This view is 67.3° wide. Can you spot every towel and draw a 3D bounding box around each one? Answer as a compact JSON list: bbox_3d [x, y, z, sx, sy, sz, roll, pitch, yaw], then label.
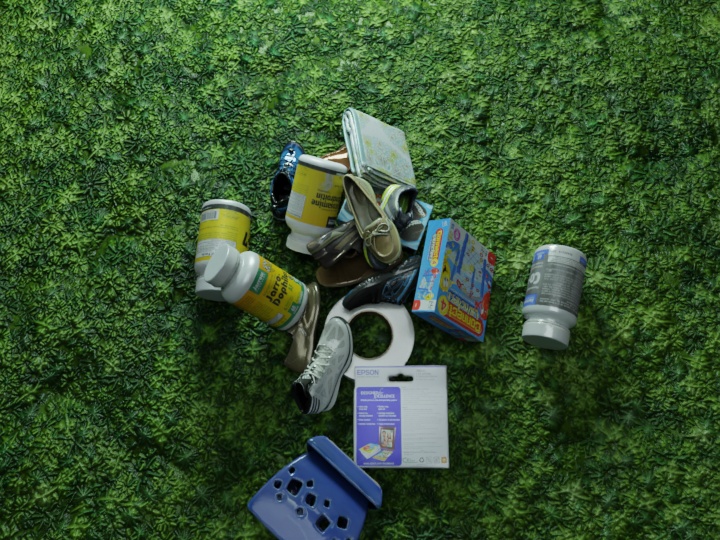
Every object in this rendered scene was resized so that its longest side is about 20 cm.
[{"bbox_3d":[0.043,-0.268,1.238,0.169,0.048,0.203,16,52,-36],"label":"towel"}]

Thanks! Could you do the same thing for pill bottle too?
[{"bbox_3d":[0.410,0.058,1.156,0.112,0.114,0.203,16,73,5],"label":"pill bottle"},{"bbox_3d":[-0.212,0.031,1.104,0.199,0.112,0.114,35,70,-32],"label":"pill bottle"},{"bbox_3d":[-0.103,-0.143,1.192,0.110,0.112,0.204,16,102,5],"label":"pill bottle"},{"bbox_3d":[-0.303,-0.042,1.187,0.112,0.115,0.204,2,73,1],"label":"pill bottle"}]

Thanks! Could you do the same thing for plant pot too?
[{"bbox_3d":[-0.075,0.429,1.001,0.199,0.201,0.180,38,69,11],"label":"plant pot"}]

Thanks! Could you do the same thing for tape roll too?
[{"bbox_3d":[0.018,0.142,1.170,0.199,0.037,0.207,0,73,0],"label":"tape roll"}]

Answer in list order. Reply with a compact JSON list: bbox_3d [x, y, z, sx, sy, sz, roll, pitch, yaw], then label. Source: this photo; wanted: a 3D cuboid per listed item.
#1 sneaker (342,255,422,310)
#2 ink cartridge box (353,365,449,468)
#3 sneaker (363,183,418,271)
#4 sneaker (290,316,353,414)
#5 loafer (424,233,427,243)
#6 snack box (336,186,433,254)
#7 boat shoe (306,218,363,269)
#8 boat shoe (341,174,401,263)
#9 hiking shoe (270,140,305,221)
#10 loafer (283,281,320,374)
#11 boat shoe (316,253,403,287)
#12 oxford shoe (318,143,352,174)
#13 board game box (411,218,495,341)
[{"bbox_3d":[0.057,0.043,1.145,0.197,0.073,0.083,-26,88,-3],"label":"sneaker"},{"bbox_3d":[0.083,0.296,1.106,0.194,0.043,0.204,0,82,0],"label":"ink cartridge box"},{"bbox_3d":[0.065,-0.096,1.141,0.073,0.081,0.203,22,77,-25],"label":"sneaker"},{"bbox_3d":[-0.076,0.194,1.079,0.075,0.115,0.204,15,95,23],"label":"sneaker"},{"bbox_3d":[0.182,0.006,1.193,0.070,0.073,0.204,3,76,-9],"label":"loafer"},{"bbox_3d":[0.057,-0.128,1.255,0.197,0.037,0.118,21,73,7],"label":"snack box"},{"bbox_3d":[-0.034,-0.060,1.155,0.199,0.074,0.074,-33,100,-43],"label":"boat shoe"},{"bbox_3d":[0.018,-0.106,1.099,0.073,0.063,0.203,-30,69,20],"label":"boat shoe"},{"bbox_3d":[-0.164,-0.219,1.257,0.073,0.087,0.204,5,72,2],"label":"hiking shoe"},{"bbox_3d":[-0.123,0.120,1.156,0.066,0.076,0.204,7,72,-4],"label":"loafer"},{"bbox_3d":[0.000,0.000,1.197,0.196,0.065,0.072,-15,65,-8],"label":"boat shoe"},{"bbox_3d":[-0.055,-0.234,1.260,0.199,0.072,0.071,-37,46,-10],"label":"oxford shoe"},{"bbox_3d":[0.201,0.025,1.130,0.055,0.199,0.199,-4,66,42],"label":"board game box"}]
